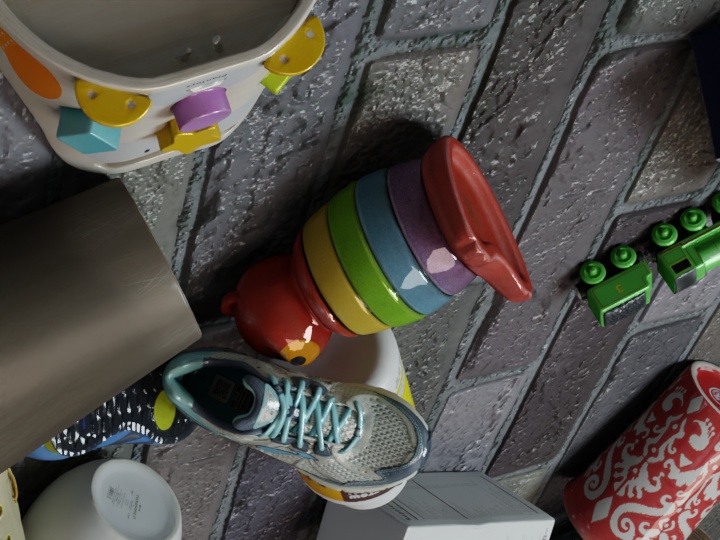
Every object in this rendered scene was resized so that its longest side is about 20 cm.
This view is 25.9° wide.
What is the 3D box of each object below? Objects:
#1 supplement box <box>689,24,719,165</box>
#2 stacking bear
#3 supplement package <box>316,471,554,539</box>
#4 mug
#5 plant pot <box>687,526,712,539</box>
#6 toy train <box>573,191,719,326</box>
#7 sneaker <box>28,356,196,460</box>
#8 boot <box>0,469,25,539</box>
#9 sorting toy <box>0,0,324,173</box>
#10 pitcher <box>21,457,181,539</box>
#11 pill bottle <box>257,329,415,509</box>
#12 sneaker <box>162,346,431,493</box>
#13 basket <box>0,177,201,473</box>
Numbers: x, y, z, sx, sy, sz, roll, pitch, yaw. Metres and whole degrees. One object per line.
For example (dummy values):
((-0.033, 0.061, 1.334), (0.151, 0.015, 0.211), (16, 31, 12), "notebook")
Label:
((0.337, -0.106, 1.184), (0.108, 0.111, 0.200), (-18, 153, 24), "supplement box")
((0.000, 0.000, 1.092), (0.198, 0.115, 0.121), (-27, 150, 17), "stacking bear")
((0.065, 0.261, 1.467), (0.198, 0.113, 0.111), (5, 106, -42), "supplement package")
((0.327, 0.195, 1.626), (0.201, 0.133, 0.177), (-54, 167, 26), "mug")
((0.283, 0.390, 1.708), (0.198, 0.200, 0.201), (-35, 158, -40), "plant pot")
((0.276, -0.015, 1.339), (0.198, 0.057, 0.042), (-27, 148, -4), "toy train")
((-0.189, 0.094, 1.118), (0.078, 0.067, 0.199), (0, -179, 28), "sneaker")
((-0.263, 0.191, 1.095), (0.072, 0.156, 0.201), (-13, 142, -22), "boot")
((-0.107, -0.109, 0.891), (0.198, 0.108, 0.180), (-19, 166, -17), "sorting toy")
((-0.223, 0.254, 1.207), (0.120, 0.173, 0.200), (27, 123, -22), "pitcher")
((-0.011, 0.113, 1.235), (0.108, 0.110, 0.201), (-26, 148, -5), "pill bottle")
((-0.050, 0.104, 1.087), (0.086, 0.198, 0.079), (31, 73, -74), "sneaker")
((-0.209, 0.040, 0.961), (0.198, 0.137, 0.181), (-28, 149, -9), "basket")
